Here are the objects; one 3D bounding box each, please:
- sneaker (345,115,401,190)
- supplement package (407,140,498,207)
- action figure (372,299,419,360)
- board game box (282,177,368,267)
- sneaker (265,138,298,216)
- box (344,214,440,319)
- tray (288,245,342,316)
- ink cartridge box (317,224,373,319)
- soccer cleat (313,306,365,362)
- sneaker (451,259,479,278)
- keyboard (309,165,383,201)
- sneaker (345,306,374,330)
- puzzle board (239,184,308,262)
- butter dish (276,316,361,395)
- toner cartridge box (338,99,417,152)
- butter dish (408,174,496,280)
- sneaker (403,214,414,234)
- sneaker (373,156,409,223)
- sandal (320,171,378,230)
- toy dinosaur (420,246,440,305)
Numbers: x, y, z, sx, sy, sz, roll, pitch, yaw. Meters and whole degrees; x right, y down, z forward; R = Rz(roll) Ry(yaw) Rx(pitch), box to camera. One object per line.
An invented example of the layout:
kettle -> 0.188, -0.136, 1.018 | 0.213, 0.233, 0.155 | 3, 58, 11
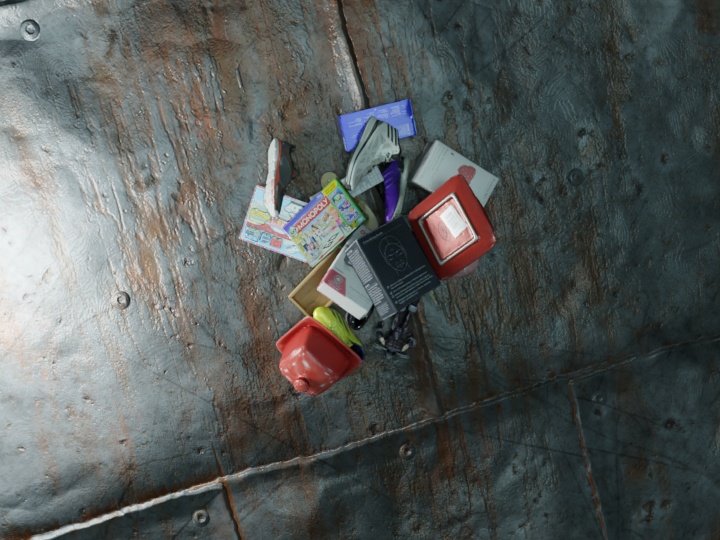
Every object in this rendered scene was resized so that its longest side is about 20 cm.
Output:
sneaker -> 0.040, -0.285, 1.520 | 0.113, 0.076, 0.204 | 23, 85, 7
supplement package -> 0.246, -0.243, 1.596 | 0.197, 0.120, 0.123 | 28, 93, -11
action figure -> 0.107, 0.161, 1.663 | 0.128, 0.069, 0.204 | 17, 99, -16
board game box -> -0.092, -0.123, 1.551 | 0.199, 0.029, 0.135 | -41, 84, 18
sneaker -> -0.200, -0.241, 1.559 | 0.080, 0.077, 0.205 | 4, 92, -25
box -> 0.079, -0.007, 1.485 | 0.147, 0.107, 0.203 | -28, 86, -23
tray -> -0.095, 0.034, 1.633 | 0.099, 0.037, 0.200 | 44, 90, -11
ink cartridge box -> 0.000, 0.000, 1.562 | 0.144, 0.085, 0.202 | 33, 66, -4
soccer cleat -> -0.052, 0.176, 1.619 | 0.064, 0.084, 0.201 | -40, 112, 0
sneaker -> 0.243, -0.012, 1.636 | 0.196, 0.105, 0.077 | -5, 95, -7
keyboard -> -0.037, -0.214, 1.567 | 0.197, 0.011, 0.057 | -28, 79, 5
sneaker -> 0.027, 0.072, 1.626 | 0.075, 0.088, 0.203 | 23, 94, -10
puzzle board -> -0.211, -0.125, 1.605 | 0.196, 0.017, 0.154 | 19, 95, -10
butter dish -> -0.132, 0.256, 1.570 | 0.199, 0.149, 0.199 | 41, 132, -11
toner cartridge box -> 0.045, -0.386, 1.589 | 0.196, 0.043, 0.097 | -14, 100, -5
butter dish -> 0.253, -0.109, 1.501 | 0.199, 0.146, 0.203 | -37, 72, 38
sneaker -> 0.170, -0.136, 1.636 | 0.196, 0.075, 0.084 | 8, 81, -14
sneaker -> 0.071, -0.217, 1.585 | 0.097, 0.070, 0.204 | 10, 68, 4
sandal -> -0.030, -0.174, 1.595 | 0.077, 0.070, 0.212 | -42, 101, 0
toy dinosaur -> 0.168, -0.011, 1.568 | 0.086, 0.047, 0.205 | 1, 83, 11
